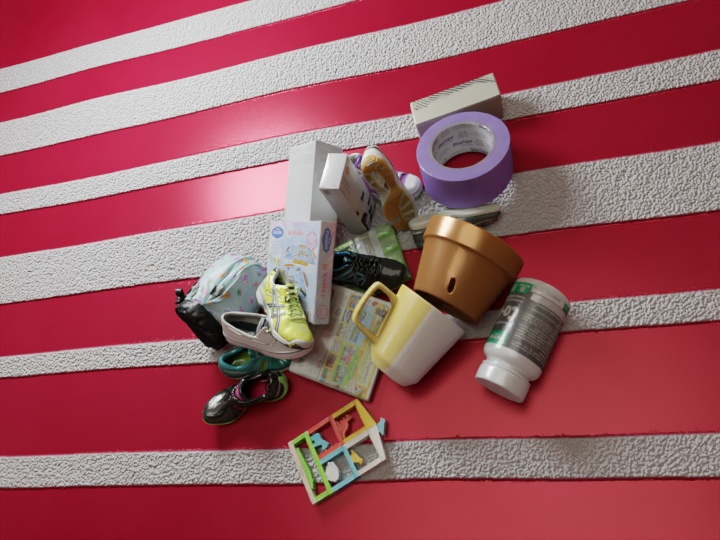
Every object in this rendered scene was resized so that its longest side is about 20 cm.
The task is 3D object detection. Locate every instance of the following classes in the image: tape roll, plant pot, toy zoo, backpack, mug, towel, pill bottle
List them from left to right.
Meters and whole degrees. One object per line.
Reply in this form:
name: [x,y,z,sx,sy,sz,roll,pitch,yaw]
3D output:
backpack: [-0.291,0.059,1.307,0.125,0.168,0.201,19,59,31]
toy zoo: [-0.033,0.344,1.159,0.198,0.020,0.133,-33,61,3]
towel: [0.002,-0.004,1.299,0.196,0.031,0.152,-22,64,7]
mug: [0.084,0.124,1.149,0.185,0.149,0.154,37,91,22]
plant pot: [0.191,0.007,1.130,0.197,0.200,0.142,24,81,27]
tape roll: [0.222,-0.236,1.263,0.195,0.086,0.203,-11,51,14]
pill bottle: [0.293,0.127,1.084,0.111,0.113,0.203,22,75,26]

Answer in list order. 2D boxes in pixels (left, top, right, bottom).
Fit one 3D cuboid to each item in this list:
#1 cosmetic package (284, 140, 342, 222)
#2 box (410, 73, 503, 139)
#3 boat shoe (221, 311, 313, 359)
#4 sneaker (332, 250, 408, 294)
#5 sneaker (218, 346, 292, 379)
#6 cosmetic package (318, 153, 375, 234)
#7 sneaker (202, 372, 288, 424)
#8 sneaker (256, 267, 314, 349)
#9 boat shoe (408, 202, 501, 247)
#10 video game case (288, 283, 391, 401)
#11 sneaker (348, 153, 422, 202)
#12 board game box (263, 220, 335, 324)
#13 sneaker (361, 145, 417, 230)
cosmetic package: [-0.107,-0.175,1.327,0.112,0.080,0.205,2,87,51]
box: [0.217,-0.363,1.345,0.196,0.082,0.070,-17,61,10]
boat shoe: [-0.191,0.127,1.202,0.195,0.066,0.075,5,50,10]
sneaker: [0.000,0.000,1.235,0.195,0.082,0.075,2,68,17]
sneaker: [-0.205,0.178,1.256,0.196,0.080,0.079,-21,63,0]
cosmetic package: [-0.023,-0.159,1.273,0.049,0.200,0.084,3,68,21]
sneaker: [-0.248,0.256,1.238,0.197,0.084,0.078,-27,60,6]
sneaker: [-0.148,0.073,1.170,0.201,0.074,0.077,50,124,37]
boat shoe: [0.202,-0.097,1.256,0.195,0.063,0.073,-13,21,4]
video game case: [-0.032,0.141,1.226,0.178,0.023,0.204,17,76,14]
sneaker: [0.036,-0.208,1.324,0.196,0.115,0.074,7,67,21]
board game box: [-0.130,-0.002,1.243,0.198,0.040,0.205,7,93,50]
sneaker: [0.066,-0.180,1.268,0.074,0.202,0.089,-21,36,14]
